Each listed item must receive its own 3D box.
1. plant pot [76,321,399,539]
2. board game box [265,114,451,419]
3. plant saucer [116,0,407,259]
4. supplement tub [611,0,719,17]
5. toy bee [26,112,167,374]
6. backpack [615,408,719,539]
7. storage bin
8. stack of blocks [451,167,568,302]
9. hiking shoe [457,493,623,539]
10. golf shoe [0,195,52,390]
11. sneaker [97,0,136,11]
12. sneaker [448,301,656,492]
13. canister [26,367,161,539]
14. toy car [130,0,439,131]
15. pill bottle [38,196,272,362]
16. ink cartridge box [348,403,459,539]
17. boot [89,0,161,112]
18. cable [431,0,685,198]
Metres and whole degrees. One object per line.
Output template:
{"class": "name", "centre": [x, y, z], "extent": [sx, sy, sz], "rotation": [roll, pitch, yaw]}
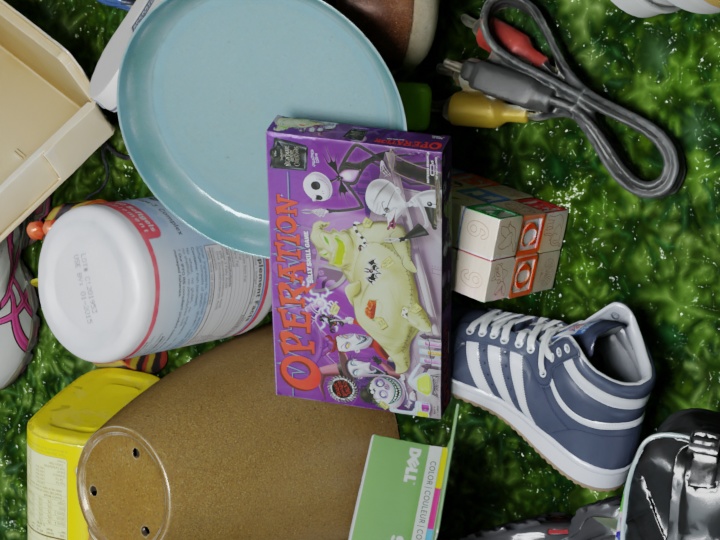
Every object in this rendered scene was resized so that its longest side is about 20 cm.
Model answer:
{"class": "plant pot", "centre": [-0.103, 0.142, 1.557], "extent": [0.185, 0.199, 0.188], "rotation": [8, 102, 38]}
{"class": "board game box", "centre": [0.000, 0.000, 1.412], "extent": [0.119, 0.032, 0.202], "rotation": [9, 122, 18]}
{"class": "plant saucer", "centre": [-0.062, -0.101, 1.404], "extent": [0.198, 0.027, 0.202], "rotation": [9, 121, 15]}
{"class": "supplement tub", "centre": [0.234, -0.235, 1.268], "extent": [0.199, 0.144, 0.146], "rotation": [-15, 87, 39]}
{"class": "toy bee", "centre": [-0.214, -0.011, 1.682], "extent": [0.131, 0.108, 0.201], "rotation": [-31, 78, 37]}
{"class": "backpack", "centre": [0.239, 0.194, 1.311], "extent": [0.176, 0.150, 0.202], "rotation": [12, 97, 20]}
{"class": "storage bin", "centre": [-0.326, -0.111, 1.684], "extent": [0.200, 0.094, 0.198], "rotation": [-45, 51, -12]}
{"class": "stack of blocks", "centre": [0.027, -0.039, 1.480], "extent": [0.199, 0.115, 0.059], "rotation": [22, 110, 34]}
{"class": "hiking shoe", "centre": [0.133, 0.214, 1.456], "extent": [0.199, 0.075, 0.102], "rotation": [-19, 81, 38]}
{"class": "golf shoe", "centre": [-0.311, 0.004, 1.772], "extent": [0.072, 0.092, 0.202], "rotation": [17, 108, 34]}
{"class": "sneaker", "centre": [-0.122, -0.218, 1.592], "extent": [0.199, 0.085, 0.078], "rotation": [-6, 93, 38]}
{"class": "sneaker", "centre": [0.112, 0.049, 1.439], "extent": [0.199, 0.070, 0.109], "rotation": [36, 135, 22]}
{"class": "canister", "centre": [-0.200, 0.193, 1.656], "extent": [0.086, 0.149, 0.202], "rotation": [9, 112, 17]}
{"class": "toy car", "centre": [-0.055, -0.183, 1.449], "extent": [0.158, 0.198, 0.166], "rotation": [-161, 74, -76]}
{"class": "pill bottle", "centre": [-0.127, -0.001, 1.554], "extent": [0.108, 0.199, 0.110], "rotation": [6, 101, 37]}
{"class": "ink cartridge box", "centre": [0.022, 0.184, 1.466], "extent": [0.059, 0.104, 0.201], "rotation": [11, 141, 3]}
{"class": "boot", "centre": [-0.107, -0.182, 1.544], "extent": [0.200, 0.090, 0.073], "rotation": [-50, 29, 30]}
{"class": "cable", "centre": [0.137, -0.118, 1.443], "extent": [0.199, 0.050, 0.098], "rotation": [25, 95, 21]}
